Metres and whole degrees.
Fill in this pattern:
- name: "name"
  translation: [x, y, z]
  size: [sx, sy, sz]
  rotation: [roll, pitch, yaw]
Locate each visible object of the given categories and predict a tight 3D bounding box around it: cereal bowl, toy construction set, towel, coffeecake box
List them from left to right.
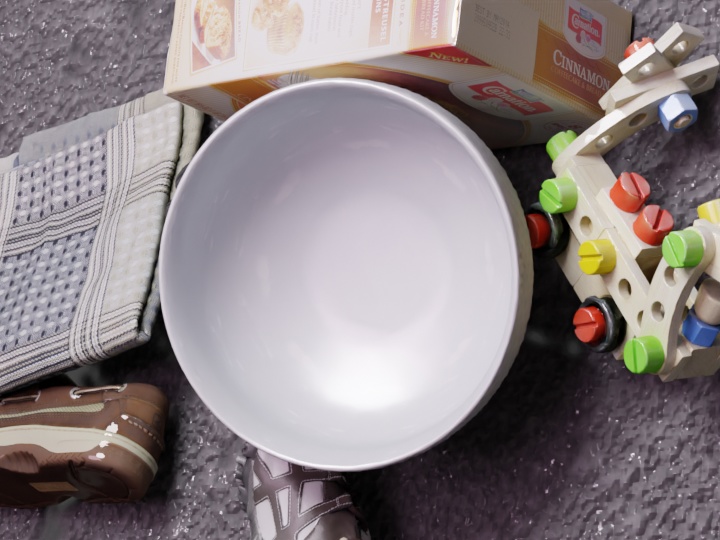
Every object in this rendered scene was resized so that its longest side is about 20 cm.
- name: "towel"
  translation: [-0.185, -0.018, 1.600]
  size: [0.192, 0.035, 0.201]
  rotation: [-19, 45, 35]
- name: "cereal bowl"
  translation: [0.000, 0.000, 1.368]
  size: [0.199, 0.083, 0.201]
  rotation: [2, 96, 20]
- name: "coffeecake box"
  translation: [0.021, -0.117, 1.415]
  size: [0.199, 0.153, 0.073]
  rotation: [-6, 71, 39]
- name: "toy construction set"
  translation: [0.149, -0.027, 1.319]
  size: [0.131, 0.092, 0.201]
  rotation: [-58, 35, 42]

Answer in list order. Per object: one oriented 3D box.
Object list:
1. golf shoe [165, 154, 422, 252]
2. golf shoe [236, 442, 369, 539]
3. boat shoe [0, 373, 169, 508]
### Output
- name: "golf shoe"
  translation: [-0.008, -0.014, 1.471]
  size: [0.199, 0.095, 0.078]
  rotation: [8, 42, 20]
- name: "golf shoe"
  translation: [-0.023, 0.133, 1.429]
  size: [0.094, 0.078, 0.201]
  rotation: [11, 79, 17]
- name: "boat shoe"
  translation: [-0.191, 0.098, 1.591]
  size: [0.202, 0.075, 0.075]
  rotation: [0, 57, 38]
